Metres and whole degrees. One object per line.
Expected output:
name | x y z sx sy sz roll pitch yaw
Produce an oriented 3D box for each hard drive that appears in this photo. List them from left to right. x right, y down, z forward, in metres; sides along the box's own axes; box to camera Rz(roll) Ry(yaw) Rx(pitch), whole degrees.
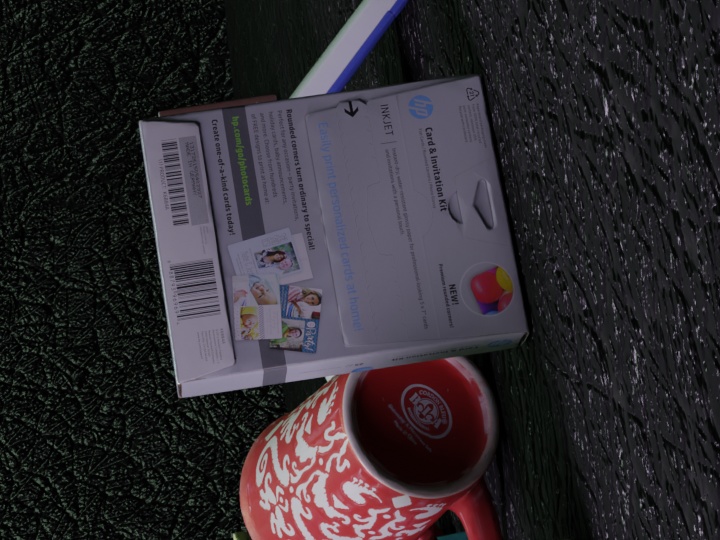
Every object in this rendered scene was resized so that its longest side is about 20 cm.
hard drive | -0.040 -0.113 1.528 0.025 0.200 0.132 37 177 -5

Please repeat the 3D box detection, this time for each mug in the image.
mug | 0.028 0.130 1.449 0.200 0.176 0.134 130 155 -62

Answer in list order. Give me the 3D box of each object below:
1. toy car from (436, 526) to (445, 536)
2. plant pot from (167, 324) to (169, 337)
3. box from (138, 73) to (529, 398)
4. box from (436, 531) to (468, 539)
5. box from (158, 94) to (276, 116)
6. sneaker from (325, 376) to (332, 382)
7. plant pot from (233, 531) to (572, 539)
toy car | 0.009 0.266 1.714 0.150 0.175 0.200 -51 -6 28
plant pot | -0.095 -0.036 2.147 0.200 0.199 0.200 99 168 -72
box | -0.017 -0.021 1.232 0.041 0.198 0.157 102 158 -75
box | 0.076 0.279 1.547 0.200 0.049 0.083 -109 11 -59
box | -0.181 -0.123 2.945 0.200 0.165 0.165 107 154 -77
sneaker | 0.017 0.125 1.768 0.201 0.075 0.116 118 144 -77
plant pot | 0.038 0.220 1.145 0.200 0.183 0.202 170 90 -85
